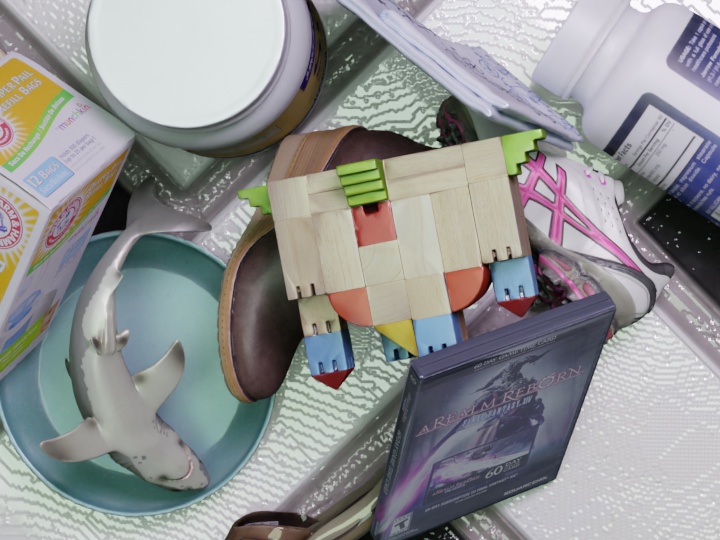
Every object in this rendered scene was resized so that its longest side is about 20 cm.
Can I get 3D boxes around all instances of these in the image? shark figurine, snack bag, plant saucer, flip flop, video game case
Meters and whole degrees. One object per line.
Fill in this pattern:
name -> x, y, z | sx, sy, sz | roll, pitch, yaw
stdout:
shark figurine -> -0.173, 0.048, 1.343 | 0.128, 0.089, 0.215 | -7, 100, -30
snack bag -> 0.045, -0.149, 1.289 | 0.200, 0.189, 0.021 | 40, 102, 20
plant saucer -> -0.156, 0.071, 1.394 | 0.200, 0.036, 0.200 | 0, 91, 4
flip flop -> -0.055, 0.185, 1.365 | 0.200, 0.081, 0.058 | -36, 97, -1
video game case -> 0.083, 0.100, 1.288 | 0.143, 0.200, 0.019 | -19, 57, -22

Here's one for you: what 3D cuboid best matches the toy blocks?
toy blocks -> 0.031, -0.002, 1.245 | 0.200, 0.100, 0.137 | -11, 89, 11

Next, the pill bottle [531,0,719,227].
pill bottle -> 0.219, -0.109, 1.330 | 0.200, 0.111, 0.111 | 34, 93, 2

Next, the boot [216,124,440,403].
boot -> 0.000, 0.000, 1.311 | 0.166, 0.072, 0.200 | 8, 77, 28

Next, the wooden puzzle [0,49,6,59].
wooden puzzle -> -0.322, -0.093, 1.396 | 0.200, 0.046, 0.185 | 44, 93, 2

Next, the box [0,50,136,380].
box -> -0.241, -0.023, 1.280 | 0.101, 0.112, 0.200 | 34, 127, 5

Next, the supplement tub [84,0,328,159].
supplement tub -> -0.100, -0.149, 1.305 | 0.145, 0.200, 0.145 | 0, 91, 3

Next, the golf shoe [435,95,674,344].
golf shoe -> 0.130, -0.046, 1.362 | 0.092, 0.073, 0.200 | -36, 89, -15
